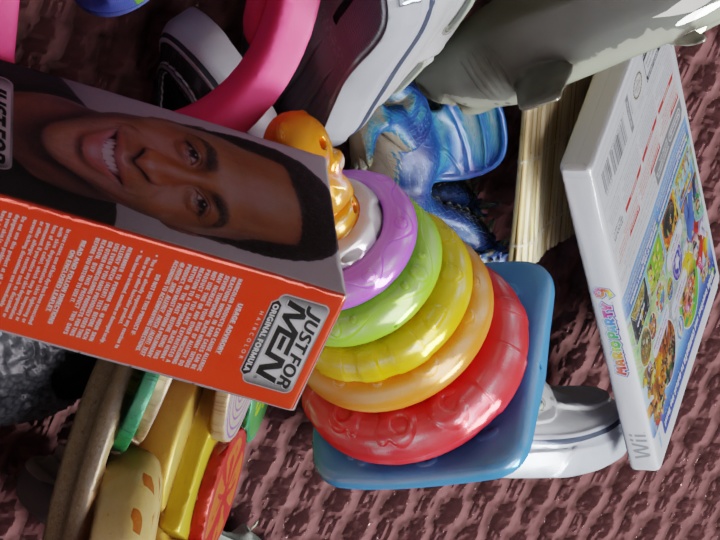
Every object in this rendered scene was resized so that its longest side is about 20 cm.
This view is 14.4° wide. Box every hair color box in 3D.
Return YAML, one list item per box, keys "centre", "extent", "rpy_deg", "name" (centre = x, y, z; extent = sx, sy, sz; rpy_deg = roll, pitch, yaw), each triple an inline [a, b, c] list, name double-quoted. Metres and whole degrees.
- centre: [-0.110, -0.022, 1.074]
  extent: [0.199, 0.102, 0.061]
  rpy_deg: [16, 121, -17]
  name: "hair color box"

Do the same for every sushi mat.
- centre: [0.099, -0.101, 1.347]
  extent: [0.096, 0.012, 0.201]
  rpy_deg: [-39, 137, -58]
  name: "sushi mat"

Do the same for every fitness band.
- centre: [-0.084, -0.118, 1.106]
  extent: [0.143, 0.037, 0.201]
  rpy_deg: [-8, 134, -22]
  name: "fitness band"

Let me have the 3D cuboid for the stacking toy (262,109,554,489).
- centre: [0.000, 0.000, 1.215]
  extent: [0.200, 0.109, 0.117]
  rpy_deg: [57, 36, -49]
  name: "stacking toy"

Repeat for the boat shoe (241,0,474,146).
- centre: [0.007, -0.100, 1.188]
  extent: [0.067, 0.200, 0.074]
  rpy_deg: [-19, 87, -20]
  name: "boat shoe"

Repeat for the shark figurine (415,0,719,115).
- centre: [0.116, -0.131, 1.189]
  extent: [0.214, 0.128, 0.090]
  rpy_deg: [-22, 97, 4]
  name: "shark figurine"

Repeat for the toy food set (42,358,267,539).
- centre: [-0.084, 0.081, 1.193]
  extent: [0.200, 0.048, 0.199]
  rpy_deg: [61, 46, -78]
  name: "toy food set"

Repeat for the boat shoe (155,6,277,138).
- centre: [-0.068, -0.024, 1.269]
  extent: [0.068, 0.072, 0.201]
  rpy_deg: [-31, 138, -20]
  name: "boat shoe"

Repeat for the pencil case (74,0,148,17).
- centre: [-0.134, -0.177, 1.105]
  extent: [0.078, 0.087, 0.200]
  rpy_deg: [-57, 137, -8]
  name: "pencil case"

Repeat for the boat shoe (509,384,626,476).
- centre: [0.063, 0.065, 1.410]
  extent: [0.199, 0.073, 0.067]
  rpy_deg: [-4, 102, -46]
  name: "boat shoe"

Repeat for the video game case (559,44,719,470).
- centre: [0.141, -0.021, 1.410]
  extent: [0.144, 0.018, 0.201]
  rpy_deg: [-66, 150, -42]
  name: "video game case"

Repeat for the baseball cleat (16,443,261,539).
- centre: [-0.102, 0.154, 1.348]
  extent: [0.200, 0.070, 0.107]
  rpy_deg: [30, 96, -44]
  name: "baseball cleat"

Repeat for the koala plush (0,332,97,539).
- centre: [-0.176, 0.029, 1.174]
  extent: [0.200, 0.183, 0.178]
  rpy_deg: [-42, 141, -40]
  name: "koala plush"

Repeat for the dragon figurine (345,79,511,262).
- centre: [0.027, -0.067, 1.318]
  extent: [0.099, 0.059, 0.201]
  rpy_deg: [-24, 132, -27]
  name: "dragon figurine"
